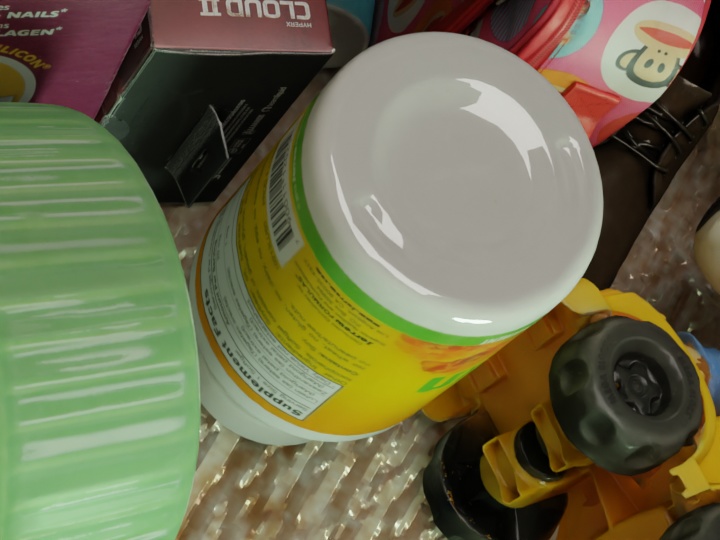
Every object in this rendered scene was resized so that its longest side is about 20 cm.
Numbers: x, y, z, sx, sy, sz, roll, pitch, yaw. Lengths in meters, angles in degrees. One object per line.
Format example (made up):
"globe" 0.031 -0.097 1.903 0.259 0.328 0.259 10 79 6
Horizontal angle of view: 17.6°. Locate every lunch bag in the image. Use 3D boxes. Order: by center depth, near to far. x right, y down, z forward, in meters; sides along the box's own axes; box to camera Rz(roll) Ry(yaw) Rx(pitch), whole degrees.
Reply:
"lunch bag" 0.069 -0.104 0.952 0.082 0.200 0.176 19 62 -20

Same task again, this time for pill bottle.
"pill bottle" 0.000 0.000 0.878 0.111 0.200 0.111 8 67 -20

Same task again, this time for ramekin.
"ramekin" -0.138 0.033 0.814 0.098 0.200 0.200 -7 72 -33

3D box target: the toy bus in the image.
"toy bus" 0.147 0.090 0.948 0.192 0.136 0.200 -20 76 -34

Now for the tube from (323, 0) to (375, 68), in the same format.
"tube" -0.014 -0.186 1.041 0.077 0.050 0.200 18 58 -24

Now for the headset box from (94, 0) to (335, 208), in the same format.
"headset box" -0.079 -0.127 0.927 0.077 0.149 0.200 -2 69 -23

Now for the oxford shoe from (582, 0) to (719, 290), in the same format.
"oxford shoe" 0.109 -0.056 1.016 0.073 0.084 0.200 33 62 -10

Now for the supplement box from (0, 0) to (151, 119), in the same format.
"supplement box" -0.146 -0.121 0.821 0.131 0.200 0.103 -3 66 -22

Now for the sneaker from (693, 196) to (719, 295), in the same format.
"sneaker" 0.227 -0.049 0.935 0.200 0.081 0.083 -43 89 9
